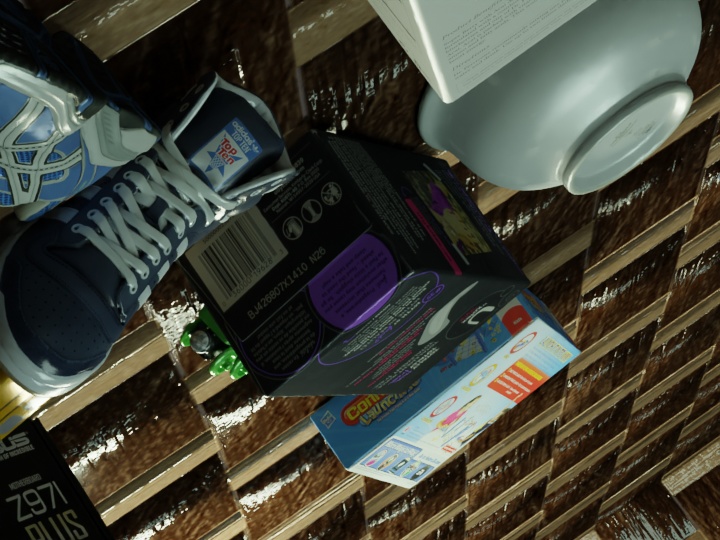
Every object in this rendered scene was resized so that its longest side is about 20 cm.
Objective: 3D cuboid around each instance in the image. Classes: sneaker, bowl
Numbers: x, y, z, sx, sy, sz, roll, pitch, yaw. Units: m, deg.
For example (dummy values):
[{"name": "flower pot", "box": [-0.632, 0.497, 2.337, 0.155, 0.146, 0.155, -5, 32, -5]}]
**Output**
[{"name": "sneaker", "box": [-0.098, -0.024, 0.921, 0.108, 0.070, 0.200, -34, -167, 29]}, {"name": "sneaker", "box": [-0.147, -0.064, 0.819, 0.077, 0.076, 0.200, -42, 160, 4]}, {"name": "bowl", "box": [0.138, -0.111, 1.214, 0.200, 0.091, 0.201, -32, 161, -12]}]

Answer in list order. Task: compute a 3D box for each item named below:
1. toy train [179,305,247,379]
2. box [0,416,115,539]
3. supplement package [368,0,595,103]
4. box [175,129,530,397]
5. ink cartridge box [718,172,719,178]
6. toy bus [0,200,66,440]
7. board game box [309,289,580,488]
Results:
[{"name": "toy train", "box": [-0.056, 0.044, 1.317, 0.057, 0.042, 0.200, -51, 160, 9]}, {"name": "box", "box": [-0.239, 0.198, 1.152, 0.199, 0.164, 0.086, -18, 154, -43]}, {"name": "supplement package", "box": [0.039, -0.179, 0.812, 0.121, 0.120, 0.200, -34, 162, -2]}, {"name": "box", "box": [0.000, 0.000, 1.200, 0.122, 0.106, 0.200, -40, 162, 17]}, {"name": "ink cartridge box", "box": [0.395, -0.117, 1.701, 0.136, 0.077, 0.200, -29, 162, -24]}, {"name": "toy bus", "box": [-0.201, 0.051, 1.020, 0.200, 0.065, 0.078, -39, 162, 7]}, {"name": "board game box", "box": [0.075, 0.093, 1.650, 0.195, 0.056, 0.200, -39, 162, 6]}]
